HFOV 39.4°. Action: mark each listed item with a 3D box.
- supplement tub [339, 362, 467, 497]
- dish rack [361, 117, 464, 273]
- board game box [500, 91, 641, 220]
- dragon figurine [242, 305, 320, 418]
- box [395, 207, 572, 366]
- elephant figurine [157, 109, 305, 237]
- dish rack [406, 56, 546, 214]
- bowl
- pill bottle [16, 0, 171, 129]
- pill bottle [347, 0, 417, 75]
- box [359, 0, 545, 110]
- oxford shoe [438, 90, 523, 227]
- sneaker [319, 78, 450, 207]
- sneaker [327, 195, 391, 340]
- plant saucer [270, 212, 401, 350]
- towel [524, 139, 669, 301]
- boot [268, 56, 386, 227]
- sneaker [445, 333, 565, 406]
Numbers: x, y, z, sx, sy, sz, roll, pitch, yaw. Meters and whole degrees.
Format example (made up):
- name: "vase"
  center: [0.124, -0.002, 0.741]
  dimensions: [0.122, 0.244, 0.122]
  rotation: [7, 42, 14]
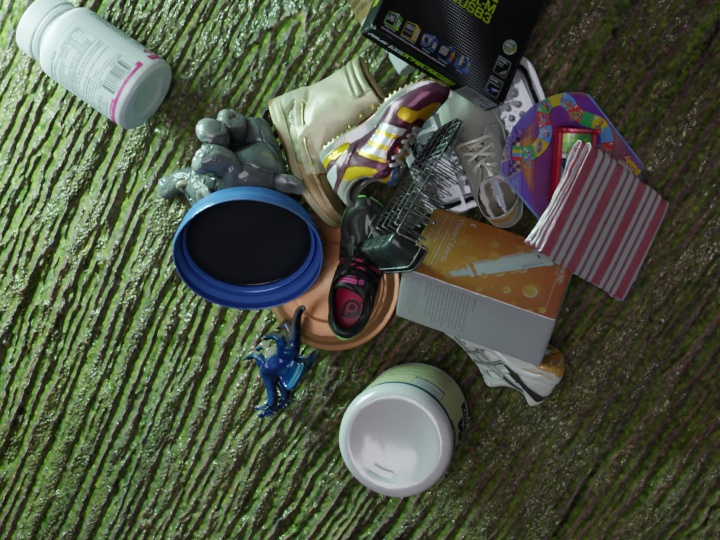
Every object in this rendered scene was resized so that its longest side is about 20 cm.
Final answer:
- name: "supplement tub"
  center: [0.063, 0.202, 1.327]
  dimensions: [0.145, 0.200, 0.145]
  rotation: [2, 97, 14]
- name: "dish rack"
  center: [0.075, -0.094, 1.260]
  dimensions: [0.055, 0.153, 0.200]
  rotation: [32, 82, -12]
- name: "board game box"
  center: [0.278, -0.127, 1.271]
  dimensions: [0.158, 0.039, 0.200]
  rotation: [-44, 107, -7]
- name: "dragon figurine"
  center: [-0.098, 0.127, 1.413]
  dimensions: [0.099, 0.059, 0.200]
  rotation: [45, 122, 2]
- name: "box"
  center: [0.163, 0.019, 1.306]
  dimensions: [0.200, 0.124, 0.098]
  rotation: [19, 139, 11]
- name: "elephant figurine"
  center: [-0.187, -0.115, 1.394]
  dimensions: [0.200, 0.141, 0.155]
  rotation: [-57, 39, 46]
- name: "dish rack"
  center: [0.159, -0.177, 1.341]
  dimensions: [0.200, 0.044, 0.172]
  rotation: [-20, 90, 15]
- name: "bowl"
  center: [-0.150, -0.030, 1.349]
  dimensions: [0.200, 0.039, 0.201]
  rotation: [-2, 133, -3]
- name: "pill bottle"
  center: [-0.378, -0.299, 1.424]
  dimensions: [0.200, 0.113, 0.113]
  rotation: [35, 103, 8]
- name: "pill bottle"
  center: [0.042, -0.363, 1.312]
  dimensions: [0.114, 0.114, 0.200]
  rotation: [-28, 89, 15]
- name: "box"
  center: [0.123, -0.331, 1.254]
  dimensions: [0.200, 0.048, 0.193]
  rotation: [28, 80, -20]
- name: "oxford shoe"
  center: [0.156, -0.149, 1.295]
  dimensions: [0.075, 0.058, 0.200]
  rotation: [-22, 90, 16]
- name: "sneaker"
  center: [0.043, -0.159, 1.271]
  dimensions: [0.200, 0.075, 0.090]
  rotation: [-34, 71, 28]
- name: "sneaker"
  center: [0.000, 0.000, 1.344]
  dimensions: [0.077, 0.084, 0.200]
  rotation: [7, 100, 0]
- name: "plant saucer"
  center: [-0.041, 0.015, 1.419]
  dimensions: [0.200, 0.032, 0.201]
  rotation: [2, 97, 13]
- name: "towel"
  center: [0.300, -0.059, 1.256]
  dimensions: [0.030, 0.200, 0.146]
  rotation: [28, 92, 52]
- name: "boot"
  center: [-0.022, -0.175, 1.369]
  dimensions: [0.155, 0.073, 0.200]
  rotation: [-25, 79, 15]
- name: "sneaker"
  center: [0.172, 0.114, 1.356]
  dimensions: [0.200, 0.076, 0.088]
  rotation: [31, 126, 20]
